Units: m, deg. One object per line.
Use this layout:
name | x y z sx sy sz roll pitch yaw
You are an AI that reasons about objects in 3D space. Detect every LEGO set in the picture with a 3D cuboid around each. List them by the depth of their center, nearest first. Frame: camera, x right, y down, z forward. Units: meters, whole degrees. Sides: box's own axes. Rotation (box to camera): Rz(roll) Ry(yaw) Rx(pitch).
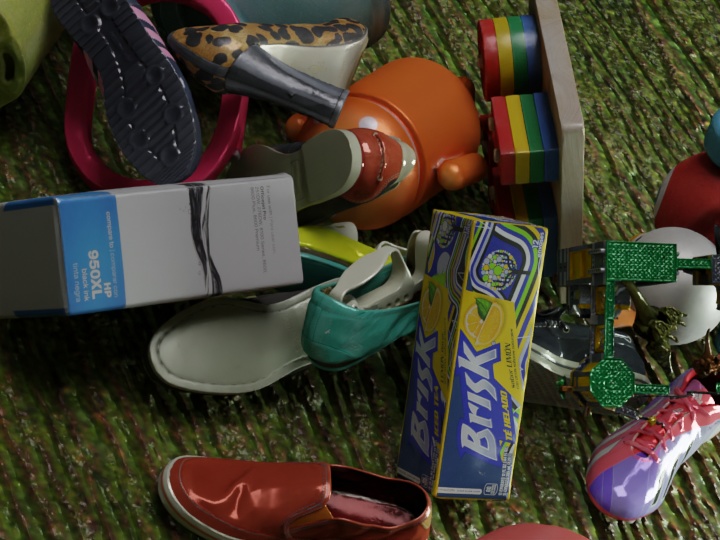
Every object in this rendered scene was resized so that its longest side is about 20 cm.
LEGO set | 0.230 0.043 1.695 0.199 0.116 0.155 -7 89 -17

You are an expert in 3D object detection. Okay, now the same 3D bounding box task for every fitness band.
fitness band | -0.160 -0.143 1.755 0.143 0.037 0.201 2 69 6

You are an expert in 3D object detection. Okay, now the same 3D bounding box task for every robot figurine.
robot figurine | 0.025 -0.104 1.832 0.144 0.117 0.200 50 41 4

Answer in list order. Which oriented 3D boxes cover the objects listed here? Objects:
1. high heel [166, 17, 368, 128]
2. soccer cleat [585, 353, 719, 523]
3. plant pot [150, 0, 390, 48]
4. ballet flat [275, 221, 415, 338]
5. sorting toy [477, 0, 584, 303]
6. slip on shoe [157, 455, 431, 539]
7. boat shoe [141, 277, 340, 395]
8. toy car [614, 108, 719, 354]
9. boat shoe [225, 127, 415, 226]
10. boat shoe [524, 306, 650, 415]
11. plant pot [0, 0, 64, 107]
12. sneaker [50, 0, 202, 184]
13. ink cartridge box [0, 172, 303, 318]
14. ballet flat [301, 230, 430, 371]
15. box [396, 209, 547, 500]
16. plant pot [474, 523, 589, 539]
high heel | -0.070 -0.179 1.735 0.142 0.072 0.200 22 22 -3
soccer cleat | 0.237 0.125 1.720 0.067 0.077 0.200 38 38 15
plant pot | -0.092 -0.231 1.876 0.200 0.201 0.134 39 66 16
ballet flat | 0.000 0.000 1.727 0.199 0.067 0.067 22 53 -21
sorting toy | 0.137 -0.109 1.851 0.069 0.201 0.200 -6 46 -1
slip on shoe | -0.042 0.157 1.532 0.199 0.061 0.074 13 41 -15
boat shoe | -0.080 0.054 1.635 0.200 0.060 0.072 -12 83 -38
toy car | 0.264 -0.008 1.822 0.199 0.185 0.177 -16 53 -27
boat shoe | -0.038 -0.070 1.717 0.062 0.200 0.072 -3 82 -36
boat shoe | 0.138 0.062 1.733 0.199 0.075 0.063 13 57 -26
plant pot | -0.299 -0.230 1.751 0.199 0.201 0.185 21 48 -7
sneaker | -0.164 -0.145 1.690 0.201 0.070 0.082 64 10 22
ink cartridge box | -0.161 -0.017 1.588 0.199 0.144 0.085 -8 92 -36
ballet flat | 0.037 0.010 1.645 0.067 0.071 0.199 29 38 35
box | 0.079 0.061 1.603 0.064 0.201 0.070 5 6 -25
plant pot | 0.089 0.257 1.400 0.200 0.201 0.177 35 30 12
